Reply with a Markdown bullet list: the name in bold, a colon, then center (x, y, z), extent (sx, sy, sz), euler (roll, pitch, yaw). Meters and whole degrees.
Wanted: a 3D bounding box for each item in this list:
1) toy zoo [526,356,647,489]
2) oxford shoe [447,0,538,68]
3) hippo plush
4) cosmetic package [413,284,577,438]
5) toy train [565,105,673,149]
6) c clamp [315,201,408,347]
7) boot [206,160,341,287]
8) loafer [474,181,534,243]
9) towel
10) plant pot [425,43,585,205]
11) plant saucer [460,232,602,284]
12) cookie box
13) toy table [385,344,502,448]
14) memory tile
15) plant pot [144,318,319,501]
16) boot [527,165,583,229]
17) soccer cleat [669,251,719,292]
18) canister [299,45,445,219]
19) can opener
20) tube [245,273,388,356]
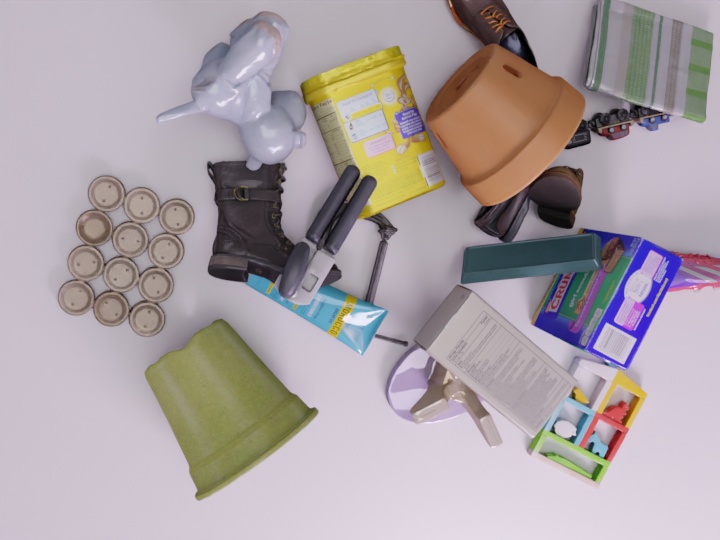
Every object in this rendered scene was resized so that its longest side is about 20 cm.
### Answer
- **toy zoo**: center (0.360, 0.224, 1.399), extent (0.131, 0.020, 0.201), euler (28, 92, -13)
- **oxford shoe**: center (0.190, -0.353, 1.269), extent (0.071, 0.073, 0.200), euler (-41, 102, -4)
- **hippo plush**: center (-0.127, -0.225, 1.174), extent (0.159, 0.201, 0.161), euler (-27, 118, 33)
- **cosmetic package**: center (0.180, 0.121, 1.210), extent (0.200, 0.071, 0.105), euler (41, 87, -13)
- **toy train**: center (0.379, -0.217, 1.342), extent (0.199, 0.034, 0.046), euler (-15, 103, -8)
- **c clamp**: center (0.000, 0.000, 1.304), extent (0.170, 0.027, 0.201), euler (8, 95, -5)
- **boot**: center (-0.117, -0.070, 1.228), extent (0.199, 0.069, 0.175), euler (8, 69, -13)
- **loafer**: center (0.228, -0.141, 1.307), extent (0.063, 0.072, 0.201), euler (21, 96, -8)
- **towel**: center (0.425, -0.308, 1.328), extent (0.199, 0.031, 0.150), euler (14, 79, -14)
- **plant pot**: center (0.182, -0.208, 1.218), extent (0.140, 0.200, 0.200), euler (39, 89, -15)
- **plant saucer**: center (0.240, -0.019, 1.281), extent (0.199, 0.070, 0.019), euler (-6, 132, 18)
- **cookie box**: center (0.343, 0.034, 1.282), extent (0.075, 0.200, 0.172), euler (27, 91, -12)
- **toy table**: center (0.142, 0.161, 1.303), extent (0.200, 0.117, 0.184), euler (-38, 102, -5)
- **memory tile**: center (-0.324, -0.019, 1.244), extent (0.152, 0.017, 0.201), euler (17, 94, -12)
- **plant pot**: center (-0.189, 0.175, 1.219), extent (0.200, 0.200, 0.185), euler (-35, 90, -5)
- **boot**: center (0.282, -0.121, 1.264), extent (0.073, 0.200, 0.076), euler (20, 84, 15)
- **soccer cleat**: center (0.489, -0.002, 1.376), extent (0.199, 0.067, 0.077), euler (-10, 94, -7)
- **canister**: center (0.019, -0.187, 1.244), extent (0.148, 0.087, 0.201), euler (-22, 96, -8)
- **can opener**: center (-0.043, -0.047, 1.157), extent (0.053, 0.067, 0.201), euler (30, 80, 0)
- **tube**: center (-0.064, 0.043, 1.273), extent (0.199, 0.050, 0.078), euler (28, 112, -7)
